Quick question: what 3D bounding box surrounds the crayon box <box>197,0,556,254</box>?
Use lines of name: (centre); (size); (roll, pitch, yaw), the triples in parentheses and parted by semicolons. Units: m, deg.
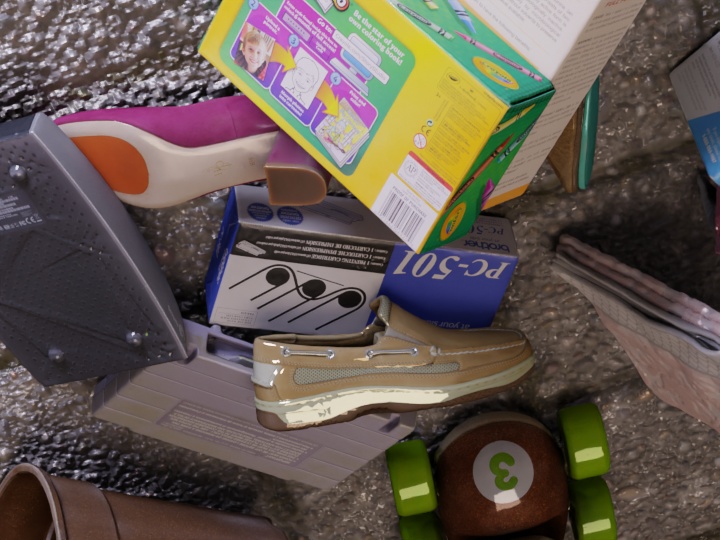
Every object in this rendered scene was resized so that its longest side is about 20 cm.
crayon box: (0.006, -0.122, 1.372); (0.058, 0.200, 0.119); (-24, 152, -52)

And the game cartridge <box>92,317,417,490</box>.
game cartridge: (-0.076, 0.096, 1.621); (0.199, 0.039, 0.129); (20, 149, -26)

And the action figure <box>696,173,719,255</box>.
action figure: (0.328, -0.048, 1.531); (0.199, 0.150, 0.134); (-15, 127, 21)

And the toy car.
toy car: (0.118, 0.219, 1.676); (0.163, 0.201, 0.159); (-12, 132, -1)

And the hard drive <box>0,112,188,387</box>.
hard drive: (-0.204, -0.013, 1.489); (0.134, 0.042, 0.201); (-12, 128, 28)

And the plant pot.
plant pot: (-0.161, 0.250, 1.667); (0.197, 0.201, 0.201); (8, 129, -26)

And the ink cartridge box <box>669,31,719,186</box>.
ink cartridge box: (0.303, -0.138, 1.458); (0.200, 0.116, 0.067); (-40, 126, 23)

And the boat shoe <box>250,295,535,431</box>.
boat shoe: (0.023, 0.054, 1.549); (0.198, 0.072, 0.077); (-10, 101, -18)

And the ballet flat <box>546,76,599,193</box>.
ballet flat: (0.125, -0.142, 1.464); (0.072, 0.068, 0.201); (11, 131, 7)

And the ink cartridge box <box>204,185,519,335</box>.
ink cartridge box: (0.000, 0.000, 1.569); (0.198, 0.044, 0.094); (6, 131, -16)

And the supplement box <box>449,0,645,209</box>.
supplement box: (0.085, -0.151, 1.392); (0.073, 0.126, 0.201); (-21, 150, -51)

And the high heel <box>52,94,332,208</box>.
high heel: (-0.103, -0.089, 1.483); (0.198, 0.096, 0.068); (10, 131, 8)

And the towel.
towel: (0.234, 0.067, 1.578); (0.032, 0.200, 0.191); (-49, 128, -7)
